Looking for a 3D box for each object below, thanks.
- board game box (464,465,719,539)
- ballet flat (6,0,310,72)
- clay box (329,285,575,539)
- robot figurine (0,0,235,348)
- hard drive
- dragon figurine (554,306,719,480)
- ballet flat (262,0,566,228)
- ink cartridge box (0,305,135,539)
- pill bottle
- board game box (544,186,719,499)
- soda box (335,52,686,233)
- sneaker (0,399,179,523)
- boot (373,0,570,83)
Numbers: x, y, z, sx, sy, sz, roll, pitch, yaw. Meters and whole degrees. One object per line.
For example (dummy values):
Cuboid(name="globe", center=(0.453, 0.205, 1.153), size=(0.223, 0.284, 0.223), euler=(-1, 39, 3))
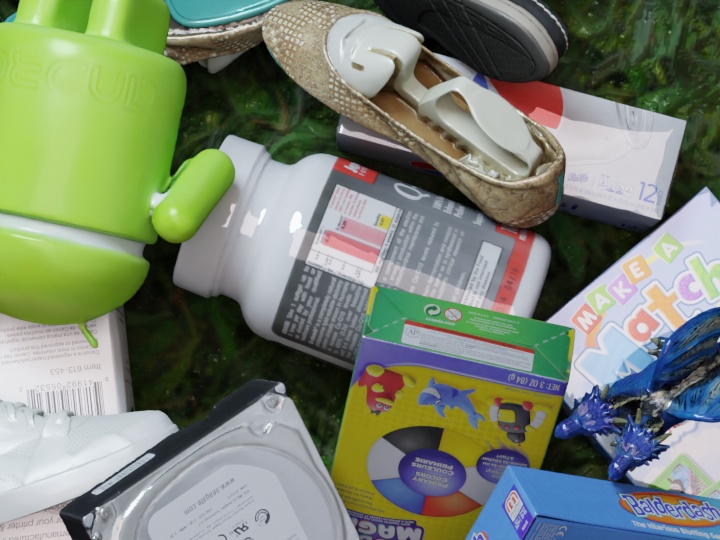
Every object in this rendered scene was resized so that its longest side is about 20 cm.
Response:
Cuboid(name="board game box", center=(0.137, 0.190, 1.224), size=(0.200, 0.045, 0.152), euler=(13, 119, -29))
Cuboid(name="ballet flat", center=(-0.116, -0.144, 1.316), size=(0.200, 0.065, 0.071), euler=(-13, 54, -1))
Cuboid(name="clay box", center=(0.043, 0.104, 1.244), size=(0.115, 0.200, 0.048), euler=(12, 42, 1))
Cuboid(name="robot figurine", center=(-0.162, -0.061, 1.211), size=(0.175, 0.116, 0.200), euler=(10, 88, 15))
Cuboid(name="hard drive", center=(-0.059, 0.178, 1.197), size=(0.140, 0.038, 0.200), euler=(-33, 109, -27))
Cuboid(name="dragon figurine", center=(0.187, 0.059, 1.237), size=(0.200, 0.099, 0.059), euler=(-31, 86, -21))
Cuboid(name="ballet flat", center=(0.036, -0.102, 1.247), size=(0.200, 0.065, 0.071), euler=(33, 61, 0))
Cuboid(name="ink cartridge box", center=(-0.200, 0.121, 1.281), size=(0.145, 0.084, 0.200), euler=(-7, 84, -2))
Cuboid(name="pill bottle", center=(0.000, 0.000, 1.282), size=(0.200, 0.116, 0.116), euler=(21, 84, 0))
Cuboid(name="board game box", center=(0.212, 0.075, 1.320), size=(0.151, 0.037, 0.200), euler=(-40, 86, -5))
Cuboid(name="soda box", center=(0.088, -0.080, 1.317), size=(0.200, 0.068, 0.063), euler=(15, 84, 1))
Cuboid(name="sneaker", center=(-0.204, 0.080, 1.206), size=(0.200, 0.074, 0.116), euler=(-16, 88, -3))
Cuboid(name="boot", center=(0.096, -0.190, 1.280), size=(0.151, 0.200, 0.073), euler=(-39, 119, -10))
